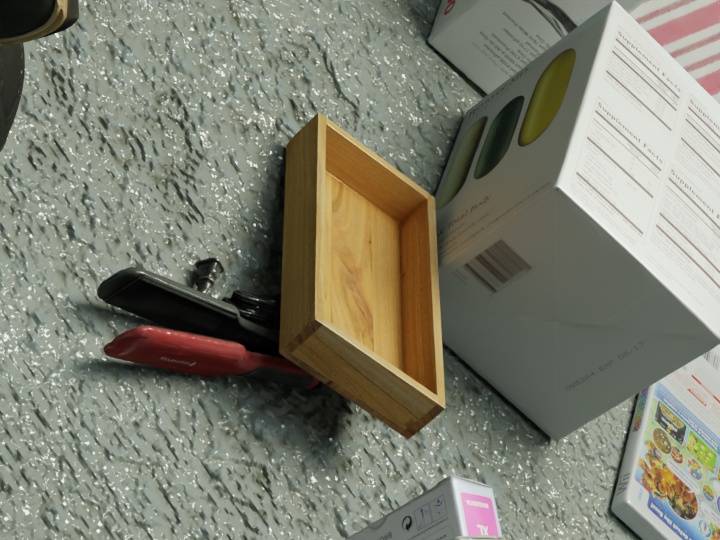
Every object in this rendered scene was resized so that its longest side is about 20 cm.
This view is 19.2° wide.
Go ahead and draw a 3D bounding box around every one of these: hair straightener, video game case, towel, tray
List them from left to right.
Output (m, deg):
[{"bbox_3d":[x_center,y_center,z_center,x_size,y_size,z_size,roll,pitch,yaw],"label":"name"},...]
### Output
[{"bbox_3d":[-0.065,0.023,1.199,0.199,0.041,0.078,12,56,-42],"label":"hair straightener"},{"bbox_3d":[0.000,0.000,1.259,0.098,0.037,0.201,35,31,-24],"label":"tray"},{"bbox_3d":[0.222,-0.190,1.578,0.030,0.145,0.202,37,37,-56],"label":"towel"},{"bbox_3d":[0.242,0.133,1.464,0.143,0.018,0.201,42,40,-18],"label":"video game case"}]

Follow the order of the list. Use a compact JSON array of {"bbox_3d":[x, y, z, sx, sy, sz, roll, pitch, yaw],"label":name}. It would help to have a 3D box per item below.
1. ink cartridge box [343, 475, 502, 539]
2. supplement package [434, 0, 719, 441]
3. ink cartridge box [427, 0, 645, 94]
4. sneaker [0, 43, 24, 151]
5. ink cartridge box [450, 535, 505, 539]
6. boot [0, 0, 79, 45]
[{"bbox_3d":[0.036,0.223,1.101,0.042,0.119,0.202,18,51,-40],"label":"ink cartridge box"},{"bbox_3d":[0.145,-0.033,1.371,0.150,0.151,0.201,41,41,-17],"label":"supplement package"},{"bbox_3d":[0.150,-0.228,1.478,0.084,0.200,0.146,38,42,-17],"label":"ink cartridge box"},{"bbox_3d":[-0.210,-0.078,1.087,0.073,0.082,0.201,39,40,-17],"label":"sneaker"},{"bbox_3d":[0.021,0.254,1.002,0.043,0.196,0.202,6,60,-42],"label":"ink cartridge box"},{"bbox_3d":[-0.247,-0.142,1.038,0.138,0.199,0.078,-21,116,-46],"label":"boot"}]
